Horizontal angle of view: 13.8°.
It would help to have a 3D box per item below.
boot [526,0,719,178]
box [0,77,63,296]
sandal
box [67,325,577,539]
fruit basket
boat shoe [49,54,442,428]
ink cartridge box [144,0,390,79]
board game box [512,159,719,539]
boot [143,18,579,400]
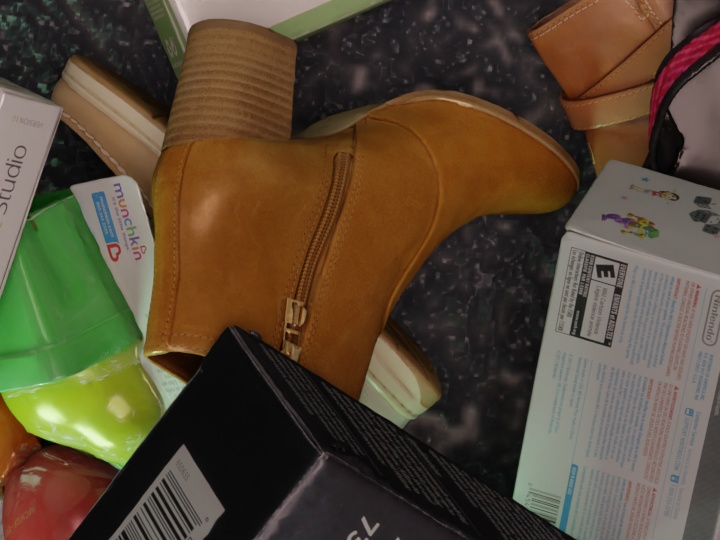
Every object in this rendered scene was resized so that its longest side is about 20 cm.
[{"bbox_3d":[0.179,-0.085,1.176,0.200,0.074,0.155,-34,94,2],"label":"boot"},{"bbox_3d":[-0.206,-0.026,1.135,0.036,0.200,0.145,13,100,-47],"label":"box"},{"bbox_3d":[0.140,-0.054,1.129,0.075,0.045,0.201,19,106,9],"label":"sandal"},{"bbox_3d":[-0.002,0.140,1.058,0.200,0.104,0.148,35,98,-31],"label":"box"},{"bbox_3d":[-0.118,0.069,1.163,0.185,0.094,0.201,-12,107,40],"label":"fruit basket"},{"bbox_3d":[-0.058,0.001,1.183,0.200,0.074,0.069,44,96,-2],"label":"boat shoe"},{"bbox_3d":[-0.041,-0.191,1.156,0.145,0.048,0.201,-25,95,-14],"label":"ink cartridge box"},{"bbox_3d":[0.166,0.060,1.121,0.199,0.064,0.148,17,122,13],"label":"board game box"},{"bbox_3d":[0.000,0.000,1.131,0.201,0.071,0.145,18,69,-37],"label":"boot"}]
